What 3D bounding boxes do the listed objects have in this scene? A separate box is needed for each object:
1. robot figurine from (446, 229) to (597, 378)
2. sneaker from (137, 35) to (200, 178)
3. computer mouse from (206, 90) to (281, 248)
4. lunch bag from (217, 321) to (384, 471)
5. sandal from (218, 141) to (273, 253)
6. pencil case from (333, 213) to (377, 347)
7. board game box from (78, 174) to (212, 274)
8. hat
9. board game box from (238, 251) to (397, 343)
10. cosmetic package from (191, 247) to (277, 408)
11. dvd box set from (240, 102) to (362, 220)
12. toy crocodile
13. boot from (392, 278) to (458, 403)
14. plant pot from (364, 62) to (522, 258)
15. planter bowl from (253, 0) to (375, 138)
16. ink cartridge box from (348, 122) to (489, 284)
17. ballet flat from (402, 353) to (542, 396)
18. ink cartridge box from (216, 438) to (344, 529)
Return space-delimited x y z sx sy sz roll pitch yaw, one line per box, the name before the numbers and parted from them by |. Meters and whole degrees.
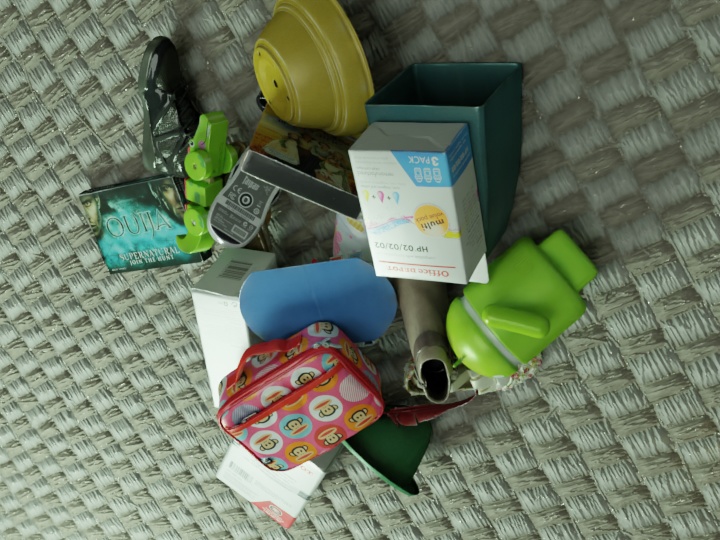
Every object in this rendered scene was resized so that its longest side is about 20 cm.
robot figurine | 0.184 0.043 1.141 0.200 0.175 0.116 -42 84 8
sneaker | -0.239 -0.213 1.306 0.113 0.076 0.202 18 124 19
computer mouse | -0.133 -0.124 1.258 0.109 0.044 0.202 32 95 -9
lunch bag | -0.084 0.156 1.248 0.198 0.082 0.176 -32 122 16
sandal | -0.150 -0.078 1.332 0.079 0.054 0.203 -4 106 35
pencil case | 0.000 0.000 1.263 0.082 0.091 0.203 0 119 -13
board game box | -0.325 -0.069 1.453 0.197 0.028 0.137 -7 111 32
hat | 0.072 0.194 1.337 0.200 0.165 0.177 40 94 36
board game box | -0.052 0.032 1.218 0.196 0.039 0.159 -8 137 8
cosmetic package | -0.158 0.083 1.316 0.080 0.113 0.203 9 124 17
dvd box set | -0.059 -0.133 1.139 0.144 0.201 0.030 23 113 -8
toy crocodile | -0.206 -0.113 1.278 0.061 0.067 0.203 24 122 26
boot | 0.080 0.058 1.192 0.069 0.147 0.202 -14 131 11
plant pot | 0.106 -0.119 1.118 0.139 0.141 0.203 6 121 26
planter bowl | -0.070 -0.232 1.131 0.201 0.083 0.202 52 159 29
ink cartridge box | 0.068 -0.055 1.052 0.113 0.068 0.202 5 127 27
ballet flat | 0.142 0.138 1.269 0.198 0.064 0.076 -12 112 33
ink cartridge box | -0.118 0.276 1.446 0.143 0.084 0.201 35 138 5
